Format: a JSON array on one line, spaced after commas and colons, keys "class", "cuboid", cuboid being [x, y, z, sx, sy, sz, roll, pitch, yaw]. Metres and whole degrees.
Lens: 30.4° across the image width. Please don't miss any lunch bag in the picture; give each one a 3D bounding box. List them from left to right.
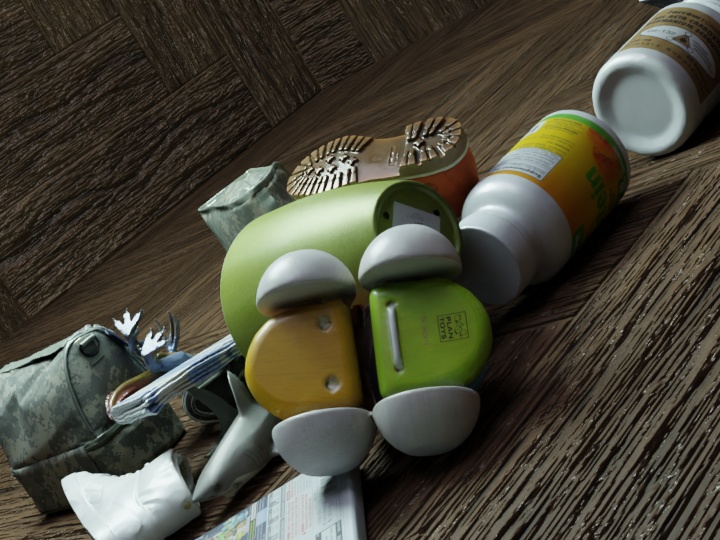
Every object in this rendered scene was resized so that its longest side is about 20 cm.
[{"class": "lunch bag", "cuboid": [-0.320, 0.160, 1.499, 0.199, 0.169, 0.139, -21, 17, 42]}, {"class": "lunch bag", "cuboid": [-0.114, -0.051, 1.785, 0.117, 0.165, 0.200, -38, 14, -17]}]

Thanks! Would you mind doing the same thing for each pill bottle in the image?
[{"class": "pill bottle", "cuboid": [0.163, -0.057, 1.240, 0.110, 0.112, 0.200, -19, 19, 48]}, {"class": "pill bottle", "cuboid": [0.336, -0.216, 1.398, 0.114, 0.115, 0.200, -19, 19, 48]}]

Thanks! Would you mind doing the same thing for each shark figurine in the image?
[{"class": "shark figurine", "cuboid": [-0.114, 0.136, 1.270, 0.127, 0.090, 0.215, -30, 12, 0]}]

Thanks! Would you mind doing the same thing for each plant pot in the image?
[{"class": "plant pot", "cuboid": [0.000, 0.000, 1.193, 0.187, 0.188, 0.199, -42, 7, -37]}]

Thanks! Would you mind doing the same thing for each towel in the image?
[{"class": "towel", "cuboid": [-0.151, 0.092, 1.318, 0.199, 0.024, 0.147, -32, 4, -26]}]

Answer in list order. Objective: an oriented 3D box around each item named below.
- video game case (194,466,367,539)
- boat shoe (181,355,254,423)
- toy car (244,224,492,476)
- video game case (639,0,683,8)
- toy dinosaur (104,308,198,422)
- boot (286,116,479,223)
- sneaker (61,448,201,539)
[{"class": "video game case", "cuboid": [-0.076, 0.222, 1.000, 0.181, 0.023, 0.200, -32, 14, 6]}, {"class": "boat shoe", "cuboid": [-0.107, 0.107, 1.386, 0.198, 0.071, 0.064, -28, 9, 15]}, {"class": "toy car", "cuboid": [0.015, 0.073, 1.060, 0.197, 0.177, 0.150, -14, -23, 14]}, {"class": "video game case", "cuboid": [0.427, -0.310, 1.529, 0.200, 0.141, 0.019, -153, 76, -75]}, {"class": "toy dinosaur", "cuboid": [-0.208, 0.112, 1.479, 0.104, 0.182, 0.201, 16, 64, 34]}, {"class": "boot", "cuboid": [0.026, -0.077, 1.296, 0.198, 0.108, 0.076, -6, 48, 28]}, {"class": "sneaker", "cuboid": [-0.212, 0.216, 1.263, 0.115, 0.074, 0.200, -35, 22, -16]}]
